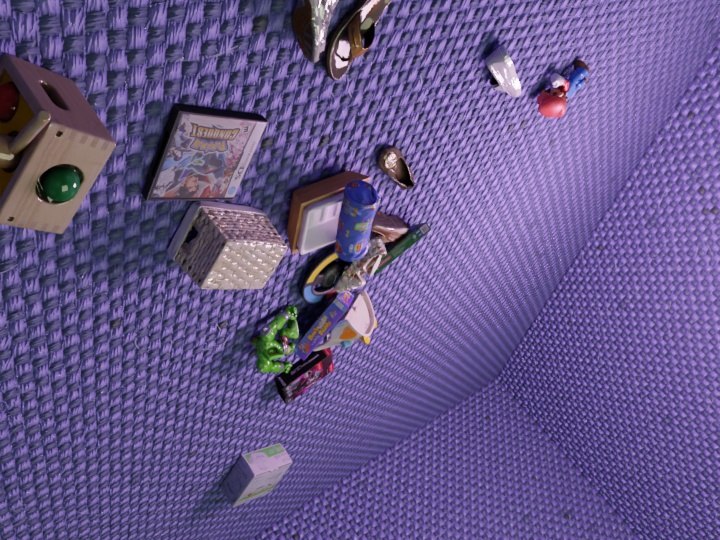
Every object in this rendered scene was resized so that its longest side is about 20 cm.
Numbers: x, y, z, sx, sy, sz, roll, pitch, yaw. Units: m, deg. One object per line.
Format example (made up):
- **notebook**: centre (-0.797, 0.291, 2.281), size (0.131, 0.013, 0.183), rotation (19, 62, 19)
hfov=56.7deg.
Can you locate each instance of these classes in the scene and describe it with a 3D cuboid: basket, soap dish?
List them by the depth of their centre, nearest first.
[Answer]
- **basket**: centre (-0.264, -0.044, 1.351), size (0.198, 0.124, 0.137), rotation (3, 128, -55)
- **soap dish**: centre (-0.078, -0.136, 1.528), size (0.197, 0.081, 0.159), rotation (-26, 149, -33)

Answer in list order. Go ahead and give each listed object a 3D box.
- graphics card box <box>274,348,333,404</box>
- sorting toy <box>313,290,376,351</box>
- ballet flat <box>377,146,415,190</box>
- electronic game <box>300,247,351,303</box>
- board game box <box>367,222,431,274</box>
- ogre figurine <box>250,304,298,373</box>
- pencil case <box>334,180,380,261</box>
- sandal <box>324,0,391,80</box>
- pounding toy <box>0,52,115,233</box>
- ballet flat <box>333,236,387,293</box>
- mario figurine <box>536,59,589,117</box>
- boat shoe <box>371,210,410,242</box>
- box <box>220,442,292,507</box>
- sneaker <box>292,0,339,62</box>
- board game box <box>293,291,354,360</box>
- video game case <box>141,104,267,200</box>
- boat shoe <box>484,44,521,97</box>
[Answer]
- **graphics card box**: centre (-0.175, 0.328, 2.114), size (0.198, 0.051, 0.127), rotation (-33, 152, -19)
- **sorting toy**: centre (-0.056, 0.175, 1.957), size (0.177, 0.108, 0.201), rotation (-27, -167, 24)
- **ballet flat**: centre (0.095, -0.246, 1.651), size (0.067, 0.046, 0.200), rotation (-45, 154, 3)
- **electronic game**: centre (-0.079, 0.011, 1.789), size (0.198, 0.042, 0.202), rotation (-34, 152, -20)
- **board game box**: centre (0.097, -0.061, 1.870), size (0.199, 0.029, 0.134), rotation (-39, -171, -11)
- **ogre figurine**: centre (-0.226, 0.197, 1.791), size (0.118, 0.098, 0.202), rotation (-18, 146, -46)
- **pencil case**: centre (-0.007, -0.106, 1.488), size (0.084, 0.080, 0.202), rotation (-1, 141, -11)
- **sandal**: centre (0.003, -0.437, 1.227), size (0.201, 0.055, 0.081), rotation (-50, 153, 13)
- **pounding toy**: centre (-0.424, -0.163, 0.859), size (0.185, 0.201, 0.141), rotation (-50, 152, 17)
- **ballet flat**: centre (0.000, 0.000, 1.765), size (0.075, 0.064, 0.201), rotation (-9, 141, -56)
- **mario figurine**: centre (0.567, -0.523, 1.913), size (0.200, 0.105, 0.125), rotation (-44, 120, -22)
- **boat shoe**: centre (0.064, -0.107, 1.786), size (0.072, 0.076, 0.198), rotation (-50, 152, 20)
- **box**: centre (-0.369, 0.728, 2.376), size (0.198, 0.097, 0.178), rotation (-2, 132, -53)
- **sneaker**: centre (-0.062, -0.441, 1.105), size (0.087, 0.076, 0.202), rotation (-30, 152, -23)
- **board game box**: centre (-0.103, 0.148, 1.889), size (0.201, 0.045, 0.135), rotation (-50, -178, 13)
- **video game case**: centre (-0.278, -0.205, 1.203), size (0.198, 0.026, 0.183), rotation (-8, 137, -50)
- **boat shoe**: centre (0.352, -0.481, 1.655), size (0.067, 0.074, 0.199), rotation (-25, 165, 15)
